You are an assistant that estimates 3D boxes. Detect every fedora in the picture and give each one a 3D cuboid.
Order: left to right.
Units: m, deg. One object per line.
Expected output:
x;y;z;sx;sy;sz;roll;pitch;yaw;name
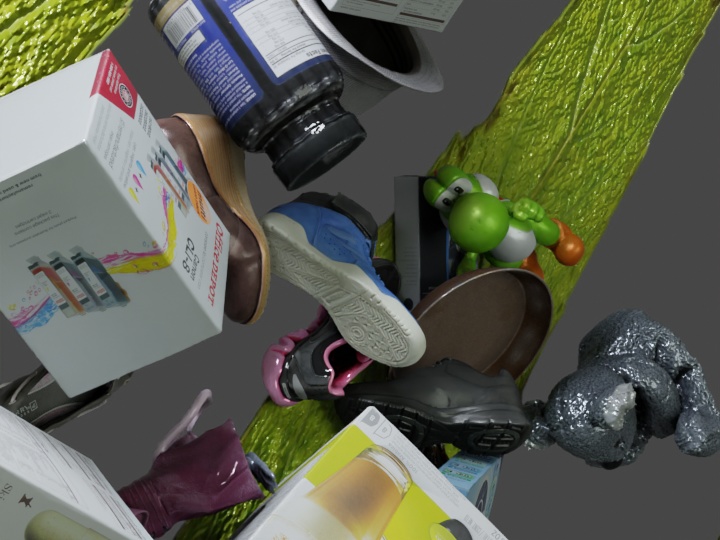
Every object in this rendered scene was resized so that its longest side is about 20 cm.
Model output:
-0.022;-0.210;1.556;0.177;0.090;0.200;1;50;-54;fedora

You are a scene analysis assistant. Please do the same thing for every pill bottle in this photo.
-0.085;-0.173;1.451;0.112;0.112;0.200;-30;83;-43;pill bottle

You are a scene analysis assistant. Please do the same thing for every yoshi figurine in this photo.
0.142;-0.035;1.717;0.200;0.112;0.113;30;75;-42;yoshi figurine

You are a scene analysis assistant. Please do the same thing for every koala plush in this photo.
0.274;0.149;1.886;0.200;0.177;0.184;-17;92;-46;koala plush

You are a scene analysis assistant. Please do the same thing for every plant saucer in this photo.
0.106;0.070;1.722;0.200;0.034;0.200;-22;138;-21;plant saucer

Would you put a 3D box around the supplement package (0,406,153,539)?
-0.282;0.192;1.236;0.152;0.151;0.200;-51;131;0;supplement package

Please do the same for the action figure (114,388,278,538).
-0.178;0.194;1.422;0.200;0.134;0.149;-23;74;-20;action figure

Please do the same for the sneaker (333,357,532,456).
0.068;0.129;1.669;0.200;0.076;0.091;9;50;-18;sneaker

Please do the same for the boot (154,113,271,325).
-0.168;-0.033;1.472;0.166;0.072;0.200;-17;105;-34;boot

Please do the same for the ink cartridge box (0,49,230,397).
-0.211;-0.034;1.313;0.200;0.145;0.145;59;17;-31;ink cartridge box

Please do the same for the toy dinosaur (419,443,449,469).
0.041;0.253;1.680;0.136;0.102;0.200;57;28;-53;toy dinosaur

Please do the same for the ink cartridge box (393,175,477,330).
0.079;0.001;1.751;0.099;0.039;0.200;-4;94;-49;ink cartridge box

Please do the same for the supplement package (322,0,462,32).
0.000;-0.328;1.521;0.156;0.200;0.111;1;133;-48;supplement package

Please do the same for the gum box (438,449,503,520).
0.087;0.272;1.658;0.200;0.045;0.170;-14;118;-76;gum box

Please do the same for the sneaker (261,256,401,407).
-0.005;0.060;1.617;0.200;0.095;0.079;-51;124;-36;sneaker

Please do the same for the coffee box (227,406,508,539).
-0.017;0.276;1.427;0.200;0.200;0.198;45;55;0;coffee box

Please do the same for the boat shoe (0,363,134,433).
-0.235;0.093;1.389;0.200;0.057;0.067;-34;115;-42;boat shoe

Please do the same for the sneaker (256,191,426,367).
0.000;-0.001;1.573;0.111;0.200;0.077;-38;158;-45;sneaker
